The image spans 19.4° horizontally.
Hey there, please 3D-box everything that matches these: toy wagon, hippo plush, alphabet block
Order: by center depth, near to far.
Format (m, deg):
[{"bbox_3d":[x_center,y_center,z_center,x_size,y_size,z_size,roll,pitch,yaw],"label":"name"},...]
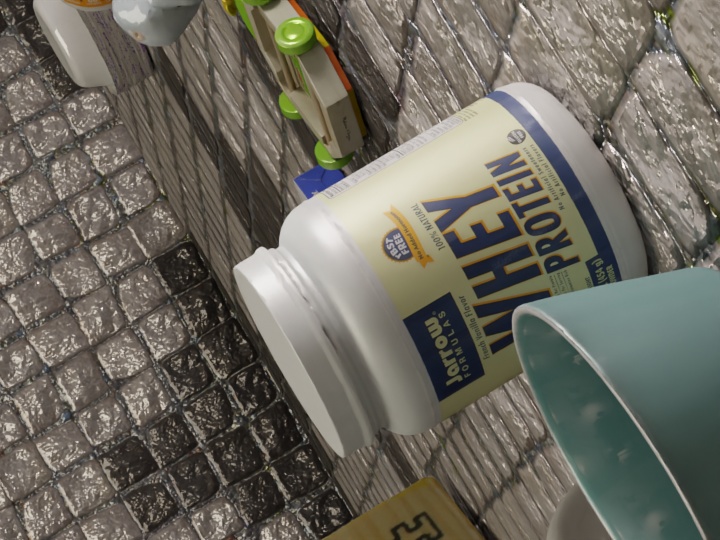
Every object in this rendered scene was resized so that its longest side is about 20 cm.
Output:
[{"bbox_3d":[-0.060,-0.181,1.742,0.200,0.039,0.156,55,170,37],"label":"toy wagon"},{"bbox_3d":[-0.185,-0.297,1.888,0.161,0.159,0.201,41,125,10],"label":"hippo plush"},{"bbox_3d":[0.068,0.384,2.307,0.200,0.195,0.196,46,162,59],"label":"alphabet block"}]

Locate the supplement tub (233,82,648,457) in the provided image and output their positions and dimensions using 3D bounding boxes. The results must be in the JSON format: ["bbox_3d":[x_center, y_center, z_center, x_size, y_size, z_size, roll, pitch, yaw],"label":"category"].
[{"bbox_3d":[0.044,0.001,1.179,0.146,0.199,0.145,57,171,14],"label":"supplement tub"}]

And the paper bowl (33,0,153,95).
[{"bbox_3d":[-0.374,-0.332,2.883,0.201,0.104,0.201,57,170,16],"label":"paper bowl"}]

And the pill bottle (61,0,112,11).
[{"bbox_3d":[-0.301,-0.377,2.254,0.117,0.116,0.200,56,171,27],"label":"pill bottle"}]

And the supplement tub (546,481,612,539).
[{"bbox_3d":[0.193,0.214,1.254,0.132,0.131,0.201,51,167,48],"label":"supplement tub"}]

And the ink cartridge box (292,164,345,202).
[{"bbox_3d":[0.000,0.000,1.972,0.094,0.044,0.201,54,170,46],"label":"ink cartridge box"}]

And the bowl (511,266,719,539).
[{"bbox_3d":[0.169,0.079,1.024,0.202,0.104,0.201,59,172,13],"label":"bowl"}]
